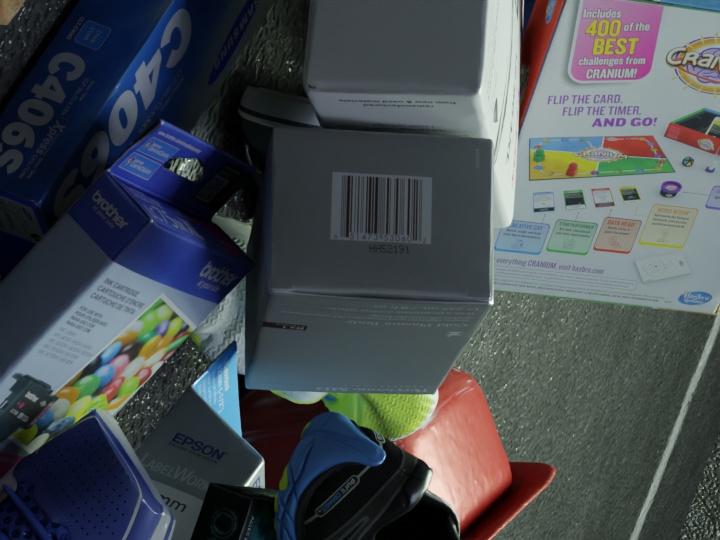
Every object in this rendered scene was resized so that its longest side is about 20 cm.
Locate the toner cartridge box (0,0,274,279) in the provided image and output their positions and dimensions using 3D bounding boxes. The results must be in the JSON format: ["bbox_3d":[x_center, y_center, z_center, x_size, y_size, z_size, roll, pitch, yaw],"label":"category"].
[{"bbox_3d":[-0.107,-0.090,1.137,0.200,0.043,0.095,-60,162,-24],"label":"toner cartridge box"}]

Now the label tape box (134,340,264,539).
[{"bbox_3d":[-0.088,0.154,1.225,0.200,0.066,0.143,-50,152,-40],"label":"label tape box"}]

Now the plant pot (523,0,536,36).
[{"bbox_3d":[0.120,-0.178,1.413,0.200,0.200,0.180,-57,131,-28],"label":"plant pot"}]

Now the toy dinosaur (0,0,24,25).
[{"bbox_3d":[-0.137,-0.143,0.941,0.200,0.086,0.136,-58,167,-13],"label":"toy dinosaur"}]

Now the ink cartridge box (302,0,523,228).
[{"bbox_3d":[0.031,-0.118,1.176,0.200,0.084,0.146,64,29,-73],"label":"ink cartridge box"}]

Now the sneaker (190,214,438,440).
[{"bbox_3d":[-0.044,0.018,1.358,0.076,0.105,0.200,-42,122,12],"label":"sneaker"}]

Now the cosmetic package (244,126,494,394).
[{"bbox_3d":[0.000,0.000,1.175,0.200,0.107,0.090,103,-12,-72],"label":"cosmetic package"}]

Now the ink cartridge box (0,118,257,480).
[{"bbox_3d":[-0.125,0.025,1.101,0.200,0.042,0.119,-49,159,6],"label":"ink cartridge box"}]

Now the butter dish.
[{"bbox_3d":[-0.006,0.099,1.471,0.199,0.200,0.148,-33,118,-61],"label":"butter dish"}]

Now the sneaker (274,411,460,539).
[{"bbox_3d":[0.008,0.147,1.169,0.071,0.083,0.200,-58,157,-33],"label":"sneaker"}]

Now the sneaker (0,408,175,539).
[{"bbox_3d":[-0.181,0.147,1.070,0.199,0.081,0.115,-43,156,11],"label":"sneaker"}]

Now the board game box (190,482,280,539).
[{"bbox_3d":[-0.068,0.203,1.186,0.135,0.028,0.200,18,91,-69],"label":"board game box"}]

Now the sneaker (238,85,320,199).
[{"bbox_3d":[-0.020,-0.054,1.370,0.200,0.078,0.079,13,93,-73],"label":"sneaker"}]

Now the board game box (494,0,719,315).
[{"bbox_3d":[0.149,-0.070,1.301,0.040,0.153,0.200,-101,-157,-49],"label":"board game box"}]
